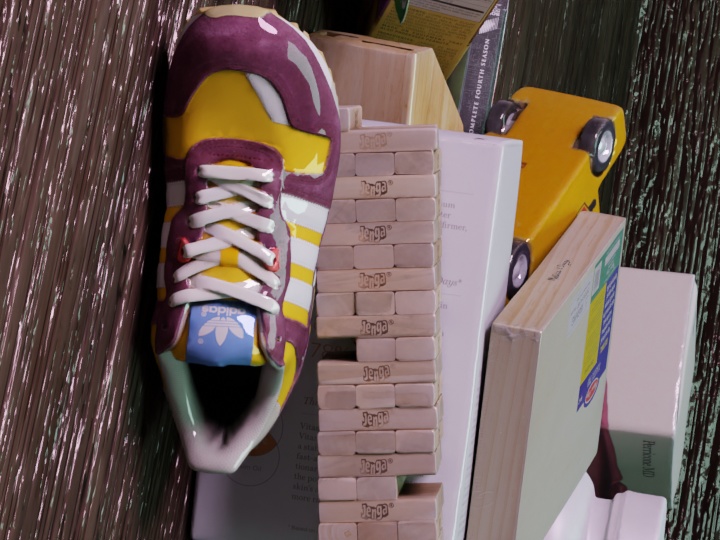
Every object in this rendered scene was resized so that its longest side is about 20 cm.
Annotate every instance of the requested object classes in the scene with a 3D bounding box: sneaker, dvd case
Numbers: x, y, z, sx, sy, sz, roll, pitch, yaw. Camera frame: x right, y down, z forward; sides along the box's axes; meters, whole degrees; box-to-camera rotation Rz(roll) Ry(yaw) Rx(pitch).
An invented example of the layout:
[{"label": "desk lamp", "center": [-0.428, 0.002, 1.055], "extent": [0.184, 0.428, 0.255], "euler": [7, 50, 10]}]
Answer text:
[{"label": "sneaker", "center": [-0.048, -0.010, 1.149], "extent": [0.090, 0.075, 0.200], "euler": [-80, 172, -52]}, {"label": "dvd case", "center": [0.039, -0.067, 1.602], "extent": [0.146, 0.022, 0.200], "euler": [-148, -114, -73]}]

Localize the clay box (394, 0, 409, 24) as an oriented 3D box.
[{"label": "clay box", "center": [0.008, -0.225, 1.343], "extent": [0.115, 0.048, 0.200], "euler": [-99, -166, -73]}]

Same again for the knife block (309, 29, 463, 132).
[{"label": "knife block", "center": [0.000, 0.000, 1.461], "extent": [0.176, 0.064, 0.200], "euler": [-65, 152, -26]}]

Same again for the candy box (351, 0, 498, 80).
[{"label": "candy box", "center": [0.045, -0.180, 1.467], "extent": [0.200, 0.056, 0.117], "euler": [126, -24, -65]}]

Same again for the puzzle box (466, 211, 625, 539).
[{"label": "puzzle box", "center": [0.091, 0.060, 1.382], "extent": [0.200, 0.025, 0.133], "euler": [-44, 141, -67]}]

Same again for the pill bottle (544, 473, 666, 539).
[{"label": "pill bottle", "center": [0.071, 0.158, 1.625], "extent": [0.113, 0.200, 0.113], "euler": [8, 90, -81]}]

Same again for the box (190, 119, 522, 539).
[{"label": "box", "center": [0.000, 0.030, 1.324], "extent": [0.097, 0.124, 0.200], "euler": [-21, 118, -80]}]

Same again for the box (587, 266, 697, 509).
[{"label": "box", "center": [0.101, 0.065, 1.736], "extent": [0.128, 0.200, 0.109], "euler": [77, 21, -64]}]

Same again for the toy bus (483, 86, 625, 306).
[{"label": "toy bus", "center": [0.072, -0.010, 1.455], "extent": [0.200, 0.065, 0.078], "euler": [-53, 145, -41]}]

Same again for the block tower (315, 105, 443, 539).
[{"label": "block tower", "center": [0.009, 0.027, 1.245], "extent": [0.054, 0.058, 0.200], "euler": [-41, 129, -84]}]
